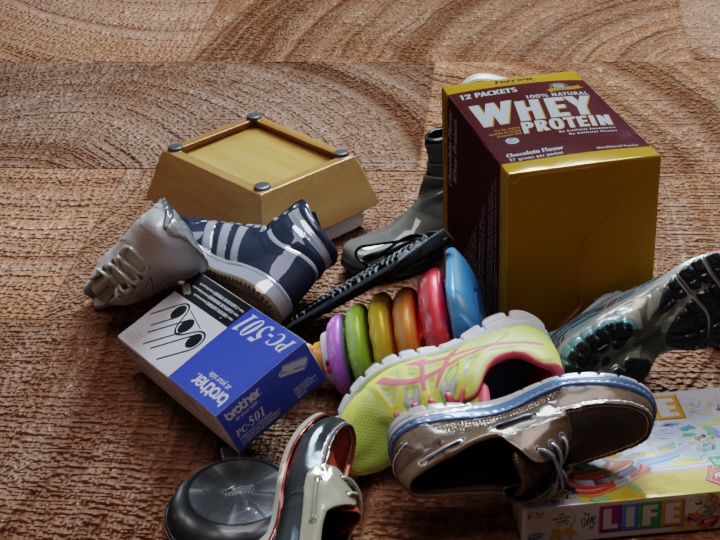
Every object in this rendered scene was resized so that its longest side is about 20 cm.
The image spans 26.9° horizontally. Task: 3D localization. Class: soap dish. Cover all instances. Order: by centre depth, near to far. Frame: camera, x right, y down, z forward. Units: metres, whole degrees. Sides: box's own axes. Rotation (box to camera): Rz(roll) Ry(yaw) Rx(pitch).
[{"bbox_3d":[-0.103,-0.088,1.550,0.157,0.082,0.199,-25,35,-35],"label":"soap dish"}]

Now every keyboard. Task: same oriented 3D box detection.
[{"bbox_3d":[0.000,0.000,1.310,0.104,0.040,0.199,-28,-1,-40],"label":"keyboard"}]

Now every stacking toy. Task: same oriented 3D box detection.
[{"bbox_3d":[0.007,0.065,1.261,0.198,0.117,0.110,-11,25,8],"label":"stacking toy"}]

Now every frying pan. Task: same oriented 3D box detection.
[{"bbox_3d":[-0.084,0.157,1.160,0.114,0.031,0.191,5,32,10],"label":"frying pan"}]

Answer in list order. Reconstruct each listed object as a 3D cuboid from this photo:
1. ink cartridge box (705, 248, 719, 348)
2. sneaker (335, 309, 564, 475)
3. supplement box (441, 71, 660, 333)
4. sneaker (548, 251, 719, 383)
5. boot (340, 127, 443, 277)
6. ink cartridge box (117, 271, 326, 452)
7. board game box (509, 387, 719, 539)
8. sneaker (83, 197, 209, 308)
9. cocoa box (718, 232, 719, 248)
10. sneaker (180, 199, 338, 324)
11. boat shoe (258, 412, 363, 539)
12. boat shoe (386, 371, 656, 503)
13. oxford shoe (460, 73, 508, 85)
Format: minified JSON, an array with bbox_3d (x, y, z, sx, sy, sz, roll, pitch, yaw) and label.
[{"bbox_3d":[0.400,0.046,1.262,0.143,0.085,0.200,-13,29,-20],"label":"ink cartridge box"},{"bbox_3d":[0.068,0.100,1.150,0.199,0.079,0.090,-30,27,-6],"label":"sneaker"},{"bbox_3d":[0.160,-0.043,1.325,0.131,0.199,0.200,-8,28,-10],"label":"supplement box"},{"bbox_3d":[0.232,0.032,1.224,0.198,0.078,0.086,-24,19,-14],"label":"sneaker"},{"bbox_3d":[0.067,-0.076,1.461,0.198,0.132,0.068,-16,30,-23],"label":"boot"},{"bbox_3d":[-0.118,0.071,1.243,0.094,0.044,0.200,-39,32,-16],"label":"ink cartridge box"},{"bbox_3d":[0.208,0.146,1.147,0.198,0.035,0.135,-5,28,-4],"label":"board game box"},{"bbox_3d":[-0.196,-0.003,1.359,0.087,0.075,0.200,-35,-2,-24],"label":"sneaker"},{"bbox_3d":[0.434,-0.114,1.428,0.130,0.202,0.133,20,35,34],"label":"cocoa box"},{"bbox_3d":[-0.106,-0.026,1.415,0.199,0.070,0.108,28,62,40],"label":"sneaker"},{"bbox_3d":[-0.030,0.178,1.058,0.062,0.072,0.201,-5,35,22],"label":"boat shoe"},{"bbox_3d":[0.120,0.131,1.084,0.198,0.073,0.073,-12,33,3],"label":"boat shoe"},{"bbox_3d":[0.170,-0.131,1.432,0.199,0.075,0.058,23,29,-25],"label":"oxford shoe"}]
